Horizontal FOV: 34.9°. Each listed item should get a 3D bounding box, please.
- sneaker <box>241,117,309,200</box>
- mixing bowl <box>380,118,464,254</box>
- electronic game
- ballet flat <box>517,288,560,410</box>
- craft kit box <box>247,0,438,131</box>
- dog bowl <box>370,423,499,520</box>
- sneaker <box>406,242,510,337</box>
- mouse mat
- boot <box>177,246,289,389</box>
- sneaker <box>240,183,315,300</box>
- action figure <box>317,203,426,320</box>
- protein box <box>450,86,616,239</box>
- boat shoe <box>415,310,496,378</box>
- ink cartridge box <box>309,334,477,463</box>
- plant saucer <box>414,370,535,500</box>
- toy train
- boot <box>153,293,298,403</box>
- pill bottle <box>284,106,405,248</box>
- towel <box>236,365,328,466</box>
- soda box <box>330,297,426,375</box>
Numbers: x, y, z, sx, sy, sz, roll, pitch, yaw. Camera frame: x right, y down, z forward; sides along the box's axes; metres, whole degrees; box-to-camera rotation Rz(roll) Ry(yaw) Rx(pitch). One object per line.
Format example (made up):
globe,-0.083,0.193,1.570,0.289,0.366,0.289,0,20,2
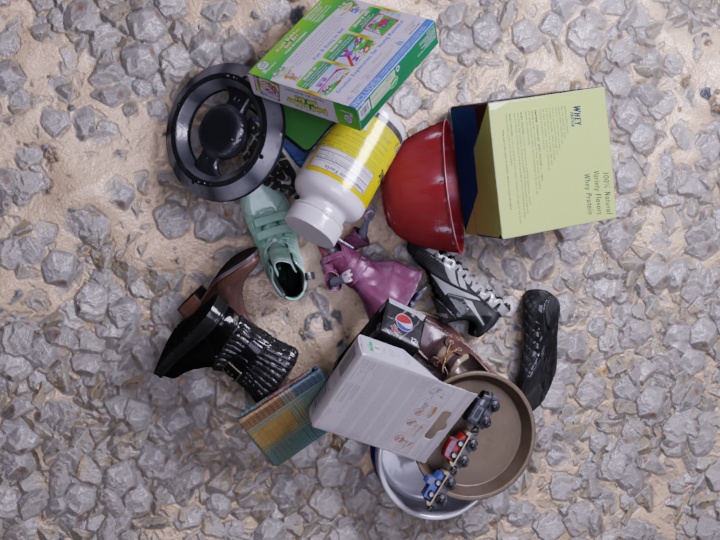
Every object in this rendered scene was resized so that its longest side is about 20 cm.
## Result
sneaker,-0.096,-0.158,1.719,0.200,0.090,0.078,42,132,-14
mixing bowl,0.090,-0.119,1.715,0.106,0.200,0.204,-6,99,11
electronic game,-0.198,-0.201,1.667,0.197,0.041,0.204,-2,85,23
ballet flat,0.282,0.129,1.848,0.066,0.056,0.204,-1,103,-38
craft kit box,-0.024,-0.297,1.605,0.201,0.196,0.049,-50,148,-27
dog bowl,0.116,0.284,1.811,0.196,0.079,0.204,-1,97,-11
sneaker,0.139,0.033,1.791,0.199,0.066,0.091,39,86,-15
mouse mat,-0.079,-0.271,1.665,0.161,0.200,0.008,-49,140,-1
boot,-0.152,0.082,1.715,0.200,0.064,0.186,47,125,-9
sneaker,-0.123,-0.051,1.704,0.073,0.118,0.203,-21,98,-6
action figure,0.000,0.000,1.761,0.199,0.149,0.134,37,61,5
protein box,0.262,-0.165,1.741,0.197,0.135,0.202,-11,99,-19
boat shoe,0.146,0.136,1.801,0.199,0.072,0.072,41,88,-13
ink cartridge box,0.046,0.190,1.675,0.197,0.050,0.162,19,124,-23
plant saucer,0.173,0.252,1.763,0.196,0.029,0.204,-1,97,-10
toy train,0.146,0.271,1.728,0.045,0.034,0.202,29,90,-9
boot,-0.202,0.136,1.686,0.157,0.210,0.080,37,48,-17
pill bottle,-0.026,-0.138,1.630,0.110,0.111,0.202,33,75,-13
towel,-0.099,0.219,1.721,0.145,0.201,0.022,-33,60,-5
soda box,0.022,0.128,1.719,0.070,0.200,0.064,25,49,-12
